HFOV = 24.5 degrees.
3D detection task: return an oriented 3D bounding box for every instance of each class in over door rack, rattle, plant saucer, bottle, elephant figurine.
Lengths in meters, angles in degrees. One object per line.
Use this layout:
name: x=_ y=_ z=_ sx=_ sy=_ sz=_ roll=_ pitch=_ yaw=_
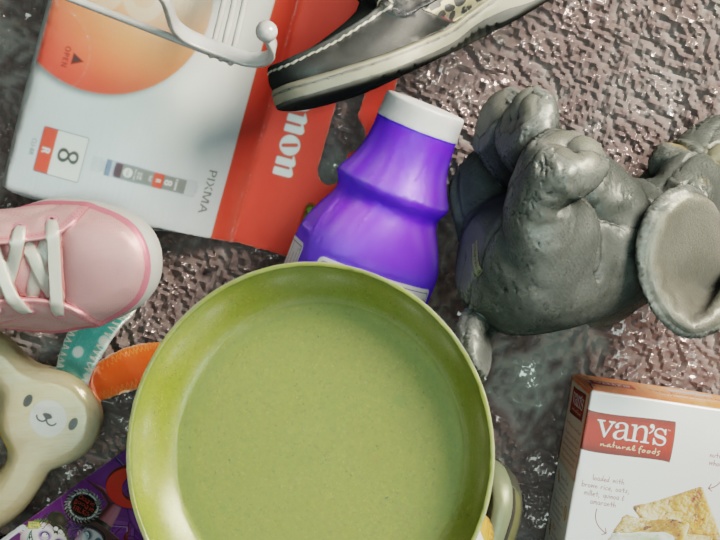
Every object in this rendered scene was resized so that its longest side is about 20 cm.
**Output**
over door rack: x=-0.128 y=-0.198 z=0.864 sx=0.199 sy=0.067 sz=0.148 roll=14 pitch=61 yaw=-8
rattle: x=-0.203 y=0.080 z=0.904 sx=0.199 sy=0.143 sz=0.131 roll=-14 pitch=78 yaw=4
plant saucer: x=-0.025 y=0.096 z=0.877 sx=0.199 sy=0.031 sz=0.201 roll=-1 pitch=84 yaw=14
bottle: x=0.000 y=0.000 z=0.932 sx=0.083 sy=0.065 sz=0.200 roll=17 pitch=100 yaw=-22
elephant figurine: x=0.158 y=-0.021 z=0.924 sx=0.199 sy=0.142 sz=0.155 roll=13 pitch=125 yaw=-21

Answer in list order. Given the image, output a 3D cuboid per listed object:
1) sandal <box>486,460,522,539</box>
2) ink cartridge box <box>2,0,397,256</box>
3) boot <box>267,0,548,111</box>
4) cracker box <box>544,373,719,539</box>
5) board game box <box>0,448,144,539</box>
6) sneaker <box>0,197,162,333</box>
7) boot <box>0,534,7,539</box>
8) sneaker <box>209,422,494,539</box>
sandal: x=0.026 y=0.197 z=0.955 sx=0.057 sy=0.080 sz=0.201 roll=25 pitch=86 yaw=-34
ink cartridge box: x=-0.084 y=-0.096 z=0.932 sx=0.199 sy=0.050 sz=0.163 roll=16 pitch=96 yaw=-2
boot: x=0.014 y=-0.187 z=0.907 sx=0.203 sy=0.073 sz=0.154 roll=-28 pitch=96 yaw=-17
cracker box: x=0.177 y=0.170 z=0.975 sx=0.134 sy=0.058 sz=0.201 roll=8 pitch=95 yaw=-5
board game box: x=-0.105 y=0.201 z=0.910 sx=0.200 sy=0.032 sz=0.120 roll=43 pitch=48 yaw=14
sneaker: x=-0.213 y=0.004 z=0.882 sx=0.200 sy=0.105 sz=0.076 roll=3 pitch=103 yaw=13
boot: x=-0.187 y=0.243 z=0.950 sx=0.199 sy=0.076 sz=0.169 roll=7 pitch=100 yaw=2
sneaker: x=-0.031 y=0.145 z=0.917 sx=0.200 sy=0.076 sz=0.088 roll=15 pitch=75 yaw=20
